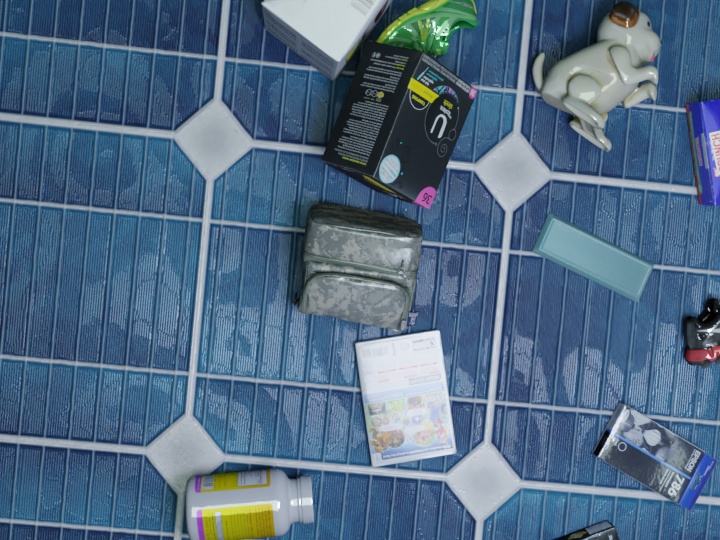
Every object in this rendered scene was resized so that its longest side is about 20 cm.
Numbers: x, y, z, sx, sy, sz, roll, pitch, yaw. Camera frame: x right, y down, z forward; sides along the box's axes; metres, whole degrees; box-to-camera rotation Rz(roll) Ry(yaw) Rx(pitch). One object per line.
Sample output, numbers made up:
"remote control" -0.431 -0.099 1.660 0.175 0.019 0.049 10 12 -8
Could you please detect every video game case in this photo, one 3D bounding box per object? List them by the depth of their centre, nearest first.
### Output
"video game case" 0.073 0.207 1.758 0.140 0.018 0.204 -8 91 -4

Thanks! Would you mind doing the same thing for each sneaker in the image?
"sneaker" 0.101 -0.374 1.720 0.198 0.074 0.084 -30 89 -3
"sneaker" 0.615 0.084 1.762 0.197 0.071 0.100 -19 94 -2

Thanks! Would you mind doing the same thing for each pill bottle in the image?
"pill bottle" -0.173 0.369 1.703 0.196 0.104 0.107 -4 91 -3

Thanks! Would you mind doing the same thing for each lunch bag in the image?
"lunch bag" 0.000 0.000 1.697 0.196 0.140 0.171 9 107 -3

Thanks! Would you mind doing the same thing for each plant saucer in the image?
"plant saucer" 0.384 -0.020 1.774 0.197 0.019 0.071 25 90 -5

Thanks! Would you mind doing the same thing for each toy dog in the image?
"toy dog" 0.393 -0.323 1.724 0.193 0.139 0.201 40 90 33

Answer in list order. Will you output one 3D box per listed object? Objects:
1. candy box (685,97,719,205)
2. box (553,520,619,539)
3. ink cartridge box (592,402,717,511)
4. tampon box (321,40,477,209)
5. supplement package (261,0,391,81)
"candy box" 0.643 -0.202 1.756 0.196 0.077 0.173 -8 93 -4
"box" 0.370 0.534 1.769 0.156 0.046 0.203 -19 92 -3
"ink cartridge box" 0.490 0.309 1.777 0.198 0.039 0.101 29 89 -4
"tampon box" 0.060 -0.223 1.664 0.149 0.125 0.203 22 89 -46
"supplement package" -0.039 -0.420 1.648 0.146 0.200 0.193 36 90 -4
